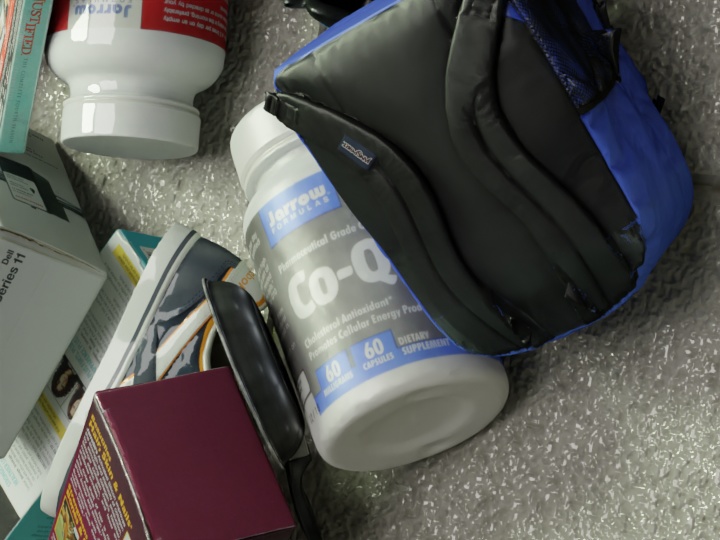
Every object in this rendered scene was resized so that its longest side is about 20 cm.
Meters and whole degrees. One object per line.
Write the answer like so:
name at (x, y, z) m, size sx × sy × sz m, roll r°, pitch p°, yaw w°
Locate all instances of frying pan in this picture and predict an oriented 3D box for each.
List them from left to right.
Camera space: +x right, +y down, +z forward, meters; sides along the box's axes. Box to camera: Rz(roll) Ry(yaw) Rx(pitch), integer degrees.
frying pan at (-0.044, 0.089, 1.580) m, size 0.031 × 0.115 × 0.190 m, roll -24°, pitch 101°, yaw 1°

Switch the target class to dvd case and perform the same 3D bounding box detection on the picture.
dvd case at (-0.213, -0.192, 1.784) m, size 0.200 × 0.022 × 0.146 m, roll -102°, pitch 21°, yaw -46°

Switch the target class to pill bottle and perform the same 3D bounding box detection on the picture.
pill bottle at (-0.136, -0.173, 1.739) m, size 0.112 × 0.112 × 0.201 m, roll -4°, pitch 80°, yaw 41°
pill bottle at (0.000, 0.000, 1.588) m, size 0.114 × 0.114 × 0.200 m, roll -36°, pitch 61°, yaw 31°

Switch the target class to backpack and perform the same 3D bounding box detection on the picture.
backpack at (0.085, -0.071, 1.497) m, size 0.162 × 0.168 × 0.200 m, roll -27°, pitch 99°, yaw 36°

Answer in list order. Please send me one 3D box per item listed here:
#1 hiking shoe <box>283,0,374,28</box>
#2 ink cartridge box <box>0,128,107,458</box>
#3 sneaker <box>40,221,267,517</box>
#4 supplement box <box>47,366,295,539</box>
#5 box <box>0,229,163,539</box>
hiking shoe at (0.057, -0.169, 1.585) m, size 0.200 × 0.087 × 0.075 m, roll -26°, pitch 66°, yaw 35°
ink cartridge box at (-0.241, 0.003, 1.772) m, size 0.147 × 0.083 × 0.200 m, roll -59°, pitch 27°, yaw 17°
sneaker at (-0.119, 0.075, 1.669) m, size 0.079 × 0.078 × 0.200 m, roll 29°, pitch 111°, yaw 2°
supplement box at (-0.114, 0.157, 1.623) m, size 0.111 × 0.085 × 0.200 m, roll 66°, pitch 153°, yaw 27°
box at (-0.171, 0.076, 1.767) m, size 0.200 × 0.049 × 0.082 m, roll -51°, pitch 53°, yaw 22°
